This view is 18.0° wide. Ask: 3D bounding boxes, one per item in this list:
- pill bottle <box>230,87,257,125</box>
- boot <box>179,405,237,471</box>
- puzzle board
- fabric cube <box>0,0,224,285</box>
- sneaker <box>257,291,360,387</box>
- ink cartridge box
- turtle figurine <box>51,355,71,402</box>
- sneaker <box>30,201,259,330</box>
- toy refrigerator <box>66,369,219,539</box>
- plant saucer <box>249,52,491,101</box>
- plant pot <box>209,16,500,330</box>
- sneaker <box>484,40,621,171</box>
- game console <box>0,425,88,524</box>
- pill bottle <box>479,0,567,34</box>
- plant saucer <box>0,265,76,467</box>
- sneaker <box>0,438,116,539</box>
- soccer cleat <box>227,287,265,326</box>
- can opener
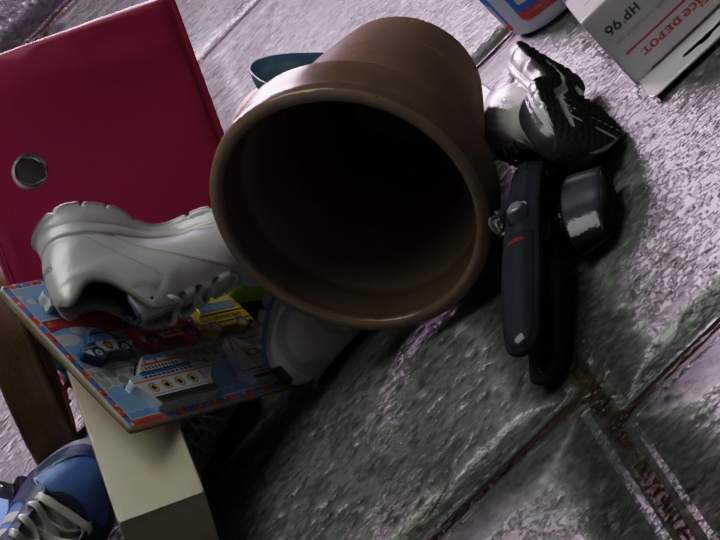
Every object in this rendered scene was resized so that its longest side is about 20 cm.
[{"bbox_3d":[-0.041,-0.084,1.855,0.116,0.116,0.200,-45,19,5],"label":"pill bottle"},{"bbox_3d":[-0.135,0.114,1.719,0.096,0.073,0.200,-48,17,17],"label":"boot"},{"bbox_3d":[-0.144,0.046,1.641,0.199,0.151,0.017,-13,-41,-52],"label":"puzzle board"},{"bbox_3d":[-0.208,-0.088,1.838,0.198,0.198,0.200,-20,-2,-3],"label":"fabric cube"},{"bbox_3d":[0.000,0.000,1.670,0.086,0.075,0.201,-5,45,55],"label":"sneaker"},{"bbox_3d":[0.209,-0.210,1.640,0.116,0.068,0.200,-44,19,10],"label":"ink cartridge box"},{"bbox_3d":[-0.216,0.061,1.964,0.199,0.101,0.150,-17,14,42],"label":"turtle figurine"},{"bbox_3d":[-0.134,0.004,1.621,0.075,0.198,0.088,105,159,-51],"label":"sneaker"},{"bbox_3d":[-0.155,0.124,1.617,0.069,0.076,0.200,-19,42,-8],"label":"toy refrigerator"},{"bbox_3d":[0.009,-0.138,1.806,0.200,0.198,0.028,-118,33,-70],"label":"plant saucer"},{"bbox_3d":[0.013,-0.086,1.596,0.200,0.200,0.175,-33,20,34],"label":"plant pot"},{"bbox_3d":[0.129,-0.098,1.613,0.080,0.073,0.200,-58,12,13],"label":"sneaker"},{"bbox_3d":[-0.294,0.174,1.891,0.200,0.169,0.119,-119,47,-71],"label":"game console"},{"bbox_3d":[0.099,-0.298,1.852,0.112,0.200,0.112,-40,20,18],"label":"pill bottle"},{"bbox_3d":[-0.270,0.072,1.825,0.035,0.201,0.200,-23,18,-4],"label":"plant saucer"},{"bbox_3d":[-0.248,0.224,1.700,0.201,0.080,0.146,-53,6,3],"label":"sneaker"},{"bbox_3d":[-0.084,0.029,1.808,0.200,0.080,0.068,125,160,-62],"label":"soccer cleat"},{"bbox_3d":[0.113,-0.005,1.442,0.078,0.063,0.201,-34,22,31],"label":"can opener"}]
